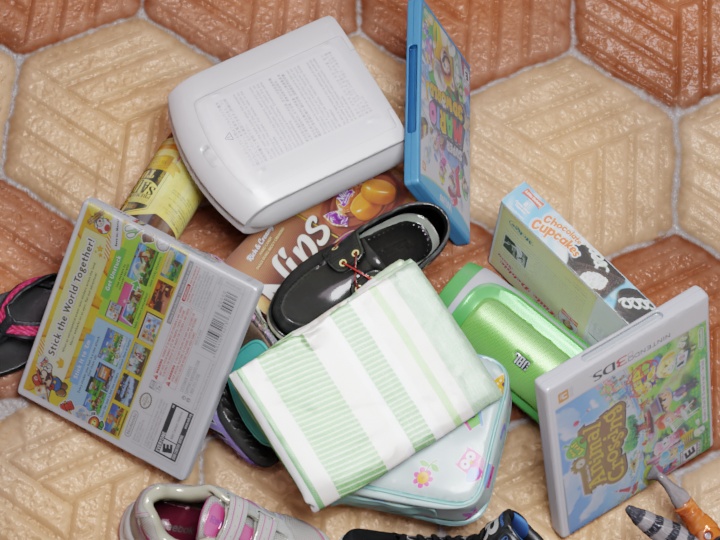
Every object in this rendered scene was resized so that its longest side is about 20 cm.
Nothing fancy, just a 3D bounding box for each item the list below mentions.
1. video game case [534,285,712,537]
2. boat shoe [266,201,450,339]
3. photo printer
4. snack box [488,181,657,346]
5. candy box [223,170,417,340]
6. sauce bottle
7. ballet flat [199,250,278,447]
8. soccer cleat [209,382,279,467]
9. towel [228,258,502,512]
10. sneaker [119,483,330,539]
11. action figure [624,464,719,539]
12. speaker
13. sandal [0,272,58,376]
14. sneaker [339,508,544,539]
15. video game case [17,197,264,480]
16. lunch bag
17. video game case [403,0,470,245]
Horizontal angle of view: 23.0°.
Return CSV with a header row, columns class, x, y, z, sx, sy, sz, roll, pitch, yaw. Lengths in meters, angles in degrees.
class,x,y,z,sx,sy,sz,roll,pitch,yaw
video game case,0.243,0.131,1.600,0.181,0.201,0.022,-28,44,-18
boat shoe,-0.002,-0.002,1.623,0.200,0.063,0.074,-31,80,-28
photo printer,-0.075,-0.135,1.682,0.199,0.070,0.167,-27,73,-19
snack box,0.205,0.020,1.671,0.037,0.117,0.200,-36,69,-21
candy box,-0.037,-0.020,1.705,0.116,0.057,0.200,39,66,11
sauce bottle,-0.200,-0.046,1.681,0.065,0.066,0.201,24,57,5
ballet flat,-0.100,0.066,1.613,0.201,0.069,0.071,59,29,12
soccer cleat,-0.149,0.107,1.640,0.200,0.073,0.068,50,38,-2
towel,0.003,0.101,1.560,0.199,0.023,0.153,-32,84,-11
sneaker,-0.117,0.239,1.563,0.198,0.088,0.082,11,65,-2
action figure,0.308,0.293,1.584,0.192,0.105,0.201,28,65,15
speaker,0.159,0.082,1.666,0.199,0.089,0.089,39,68,11
sandal,-0.294,0.034,1.657,0.199,0.045,0.075,-27,72,-17
sneaker,0.086,0.246,1.565,0.198,0.113,0.073,23,25,-3
video game case,-0.201,0.062,1.593,0.181,0.023,0.202,26,108,10
lunch bag,0.032,0.146,1.613,0.198,0.077,0.162,10,72,13
video game case,0.077,-0.145,1.731,0.018,0.143,0.202,-8,64,21
